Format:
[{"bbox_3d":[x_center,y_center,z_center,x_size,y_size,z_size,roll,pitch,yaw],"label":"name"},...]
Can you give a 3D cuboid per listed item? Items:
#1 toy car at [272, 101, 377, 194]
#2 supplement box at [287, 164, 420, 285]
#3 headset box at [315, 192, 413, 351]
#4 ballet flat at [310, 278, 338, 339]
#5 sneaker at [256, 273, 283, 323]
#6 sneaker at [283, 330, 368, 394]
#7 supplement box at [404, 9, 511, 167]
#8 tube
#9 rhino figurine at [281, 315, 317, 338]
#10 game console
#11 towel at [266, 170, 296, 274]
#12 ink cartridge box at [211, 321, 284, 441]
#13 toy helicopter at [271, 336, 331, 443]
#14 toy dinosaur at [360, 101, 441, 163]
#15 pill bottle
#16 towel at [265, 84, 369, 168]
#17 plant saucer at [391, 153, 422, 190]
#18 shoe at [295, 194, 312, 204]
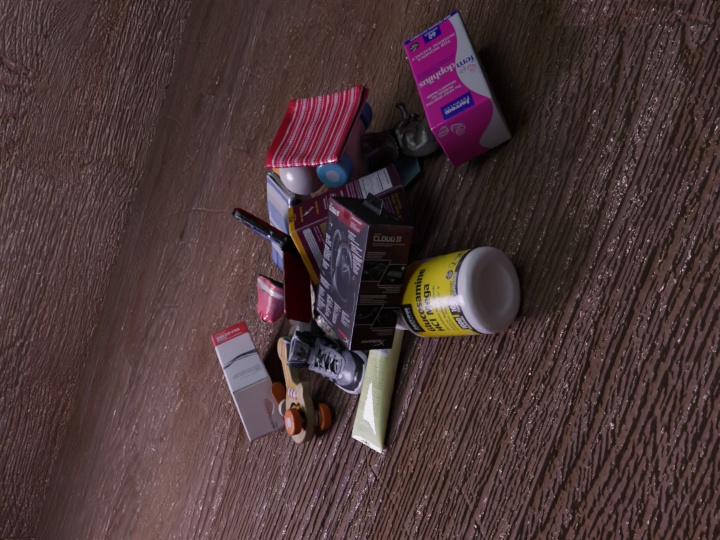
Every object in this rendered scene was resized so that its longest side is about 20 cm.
[{"bbox_3d":[-0.085,-0.202,1.156,0.180,0.194,0.188,80,-159,-47],"label":"toy car"},{"bbox_3d":[-0.011,-0.076,1.047,0.195,0.112,0.087,-22,34,5],"label":"supplement box"},{"bbox_3d":[0.001,-0.009,0.925,0.149,0.075,0.206,39,123,58],"label":"headset box"},{"bbox_3d":[-0.068,0.045,1.207,0.202,0.074,0.065,-118,12,-46],"label":"ballet flat"},{"bbox_3d":[-0.191,0.062,1.304,0.200,0.072,0.089,-171,102,-78],"label":"sneaker"},{"bbox_3d":[-0.067,0.162,1.129,0.198,0.112,0.078,20,93,57],"label":"sneaker"},{"bbox_3d":[0.147,-0.279,0.970,0.099,0.103,0.205,-25,55,19],"label":"supplement box"},{"bbox_3d":[0.029,0.187,1.040,0.058,0.050,0.207,-179,101,-89],"label":"tube"},{"bbox_3d":[-0.119,0.072,1.291,0.087,0.058,0.205,-44,37,45],"label":"rhino figurine"},{"bbox_3d":[-0.151,-0.004,1.111,0.121,0.169,0.200,-61,-9,-4],"label":"game console"},{"bbox_3d":[-0.154,-0.082,1.276,0.147,0.023,0.205,-134,38,-53],"label":"towel"},{"bbox_3d":[-0.237,0.230,1.326,0.200,0.082,0.148,49,156,51],"label":"ink cartridge box"},{"bbox_3d":[-0.129,0.228,1.211,0.132,0.077,0.205,-46,53,54],"label":"toy helicopter"},{"bbox_3d":[0.102,-0.233,1.082,0.194,0.077,0.106,3,80,24],"label":"toy dinosaur"},{"bbox_3d":[0.120,0.036,0.900,0.198,0.110,0.116,-13,67,54],"label":"pill bottle"},{"bbox_3d":[-0.080,-0.243,1.079,0.197,0.022,0.148,5,68,46],"label":"towel"},{"bbox_3d":[0.046,-0.144,1.167,0.200,0.019,0.072,-45,44,39],"label":"plant saucer"},{"bbox_3d":[-0.087,-0.092,1.261,0.200,0.053,0.071,44,105,30],"label":"shoe"}]
